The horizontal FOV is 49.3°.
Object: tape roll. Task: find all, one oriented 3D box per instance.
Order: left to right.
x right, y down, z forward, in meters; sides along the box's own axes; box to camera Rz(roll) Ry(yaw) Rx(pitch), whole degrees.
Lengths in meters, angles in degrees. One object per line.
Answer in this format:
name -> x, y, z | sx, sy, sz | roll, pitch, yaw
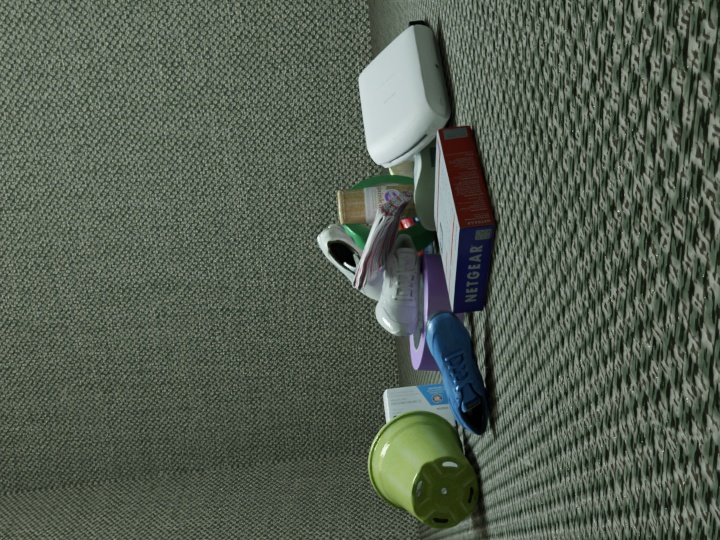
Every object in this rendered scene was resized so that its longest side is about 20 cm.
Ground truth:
tape roll -> 0.058, -0.110, 1.565 | 0.049, 0.197, 0.202 | 84, 179, -46
tape roll -> 0.131, 0.074, 1.370 | 0.200, 0.064, 0.204 | -175, 90, -86

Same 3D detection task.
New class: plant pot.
plant pot -> 0.130, 0.384, 1.465 | 0.184, 0.197, 0.204 | -158, 61, -76

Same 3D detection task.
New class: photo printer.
photo printer -> 0.072, -0.284, 1.318 | 0.166, 0.069, 0.203 | -33, 53, 42

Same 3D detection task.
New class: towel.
towel -> 0.045, -0.055, 1.367 | 0.200, 0.030, 0.148 | -42, -26, -68

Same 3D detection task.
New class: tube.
tube -> 0.113, -0.143, 1.752 | 0.058, 0.051, 0.203 | -9, -94, -77

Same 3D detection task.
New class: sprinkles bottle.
sprinkles bottle -> 0.057, -0.126, 1.481 | 0.068, 0.196, 0.070 | -5, -90, -90

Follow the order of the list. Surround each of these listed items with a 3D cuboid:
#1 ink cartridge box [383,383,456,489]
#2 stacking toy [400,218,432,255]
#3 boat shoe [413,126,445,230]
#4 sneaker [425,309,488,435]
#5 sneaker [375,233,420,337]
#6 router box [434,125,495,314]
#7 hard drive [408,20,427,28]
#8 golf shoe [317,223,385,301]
ink cartridge box -> 0.132, 0.353, 1.668 | 0.086, 0.144, 0.203 | 91, 173, -67
stacking toy -> 0.045, -0.054, 1.650 | 0.116, 0.197, 0.111 | 81, 168, -64
boat shoe -> 0.125, -0.160, 1.341 | 0.072, 0.069, 0.204 | 70, -161, -74
sneaker -> 0.151, 0.154, 1.164 | 0.079, 0.065, 0.203 | -117, 7, -67
sneaker -> 0.066, 0.022, 1.345 | 0.202, 0.073, 0.101 | -89, 4, -45
router box -> 0.143, -0.069, 1.120 | 0.201, 0.048, 0.182 | 85, 178, -54
hard drive -> 0.117, -0.347, 1.464 | 0.140, 0.032, 0.203 | -98, 2, -59
golf shoe -> 0.000, 0.000, 1.465 | 0.079, 0.199, 0.097 | -50, 10, 9
